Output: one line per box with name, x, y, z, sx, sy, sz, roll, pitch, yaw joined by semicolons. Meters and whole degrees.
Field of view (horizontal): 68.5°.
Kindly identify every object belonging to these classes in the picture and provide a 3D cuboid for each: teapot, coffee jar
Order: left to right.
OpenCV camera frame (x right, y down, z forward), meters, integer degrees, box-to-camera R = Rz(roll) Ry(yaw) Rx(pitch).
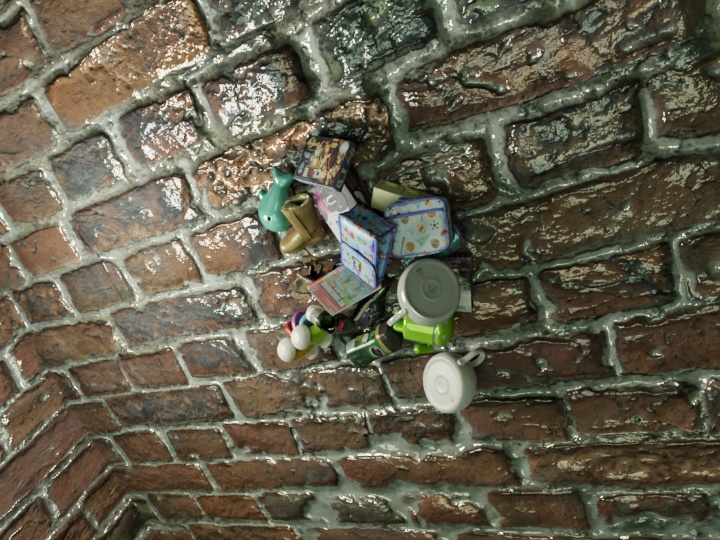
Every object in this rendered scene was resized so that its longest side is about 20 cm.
coffee jar;0.048;0.251;1.805;0.197;0.087;0.104;-30;119;32
teapot;0.185;0.072;1.513;0.192;0.205;0.146;11;164;-5
teapot;0.309;0.355;1.716;0.196;0.142;0.206;-6;86;50

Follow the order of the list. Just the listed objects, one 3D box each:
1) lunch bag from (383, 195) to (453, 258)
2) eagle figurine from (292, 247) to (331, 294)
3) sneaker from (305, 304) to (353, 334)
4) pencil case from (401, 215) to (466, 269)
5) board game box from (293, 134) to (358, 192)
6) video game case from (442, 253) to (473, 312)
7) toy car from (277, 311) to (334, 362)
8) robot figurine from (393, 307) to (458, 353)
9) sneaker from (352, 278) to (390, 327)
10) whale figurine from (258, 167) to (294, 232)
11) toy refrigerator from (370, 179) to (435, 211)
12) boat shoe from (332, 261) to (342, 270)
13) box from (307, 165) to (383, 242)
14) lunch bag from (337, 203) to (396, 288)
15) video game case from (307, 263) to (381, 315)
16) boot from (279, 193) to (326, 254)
lunch bag;0.157;-0.126;1.472;0.193;0.075;0.167;-6;101;23
eagle figurine;-0.146;0.042;1.750;0.145;0.154;0.206;-4;126;-16
sneaker;-0.091;0.178;1.777;0.196;0.087;0.076;25;98;-39
pencil case;0.211;-0.072;1.551;0.196;0.086;0.093;-30;111;19
board game box;-0.103;-0.308;1.512;0.197;0.034;0.140;21;89;45
video game case;0.250;0.035;1.640;0.192;0.036;0.188;2;117;22
toy car;-0.202;0.224;1.874;0.199;0.171;0.154;-41;61;34
robot figurine;0.203;0.165;1.640;0.192;0.115;0.183;10;96;17
sneaker;0.057;0.109;1.751;0.086;0.077;0.201;29;129;-13
whale figurine;-0.262;-0.217;1.679;0.154;0.104;0.205;22;124;10
toy refrigerator;0.134;-0.200;1.541;0.193;0.076;0.072;19;123;13
boat shoe;0.000;0.000;1.706;0.195;0.083;0.072;-4;98;40
box;-0.046;-0.200;1.592;0.130;0.115;0.203;-26;104;31
lunch bag;0.010;-0.058;1.510;0.149;0.093;0.205;33;135;30
video game case;-0.049;0.051;1.657;0.196;0.018;0.144;-30;125;16
boot;-0.204;-0.144;1.638;0.170;0.068;0.201;-25;152;3
